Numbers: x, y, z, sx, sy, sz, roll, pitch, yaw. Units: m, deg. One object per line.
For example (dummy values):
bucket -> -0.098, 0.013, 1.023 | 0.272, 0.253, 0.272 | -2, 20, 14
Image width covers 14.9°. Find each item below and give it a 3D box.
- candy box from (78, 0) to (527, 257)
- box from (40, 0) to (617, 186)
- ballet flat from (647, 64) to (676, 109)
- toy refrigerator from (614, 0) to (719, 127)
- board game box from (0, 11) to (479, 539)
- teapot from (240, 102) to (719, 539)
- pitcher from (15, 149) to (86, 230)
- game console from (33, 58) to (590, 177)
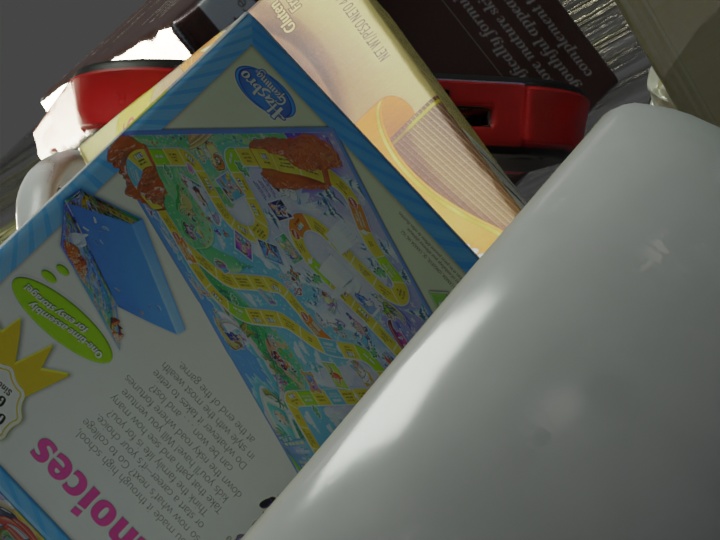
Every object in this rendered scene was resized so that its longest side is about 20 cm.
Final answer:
candy box -> 0.000, 0.000, 0.919 | 0.115, 0.055, 0.200 | -38, 56, 7
box -> -0.020, -0.087, 1.331 | 0.164, 0.166, 0.200 | -44, 12, -23
ballet flat -> 0.148, -0.075, 0.971 | 0.200, 0.068, 0.068 | -27, 46, 50
toy refrigerator -> 0.136, -0.105, 0.790 | 0.076, 0.070, 0.200 | -28, 7, 28
board game box -> -0.006, 0.055, 0.657 | 0.134, 0.200, 0.034 | -45, 5, -29
teapot -> 0.049, 0.078, 0.545 | 0.200, 0.146, 0.197 | -49, -2, 32
pitcher -> -0.084, 0.052, 0.992 | 0.121, 0.172, 0.200 | -41, 8, 31
game console -> -0.023, -0.057, 1.090 | 0.199, 0.031, 0.177 | 3, -2, -13
